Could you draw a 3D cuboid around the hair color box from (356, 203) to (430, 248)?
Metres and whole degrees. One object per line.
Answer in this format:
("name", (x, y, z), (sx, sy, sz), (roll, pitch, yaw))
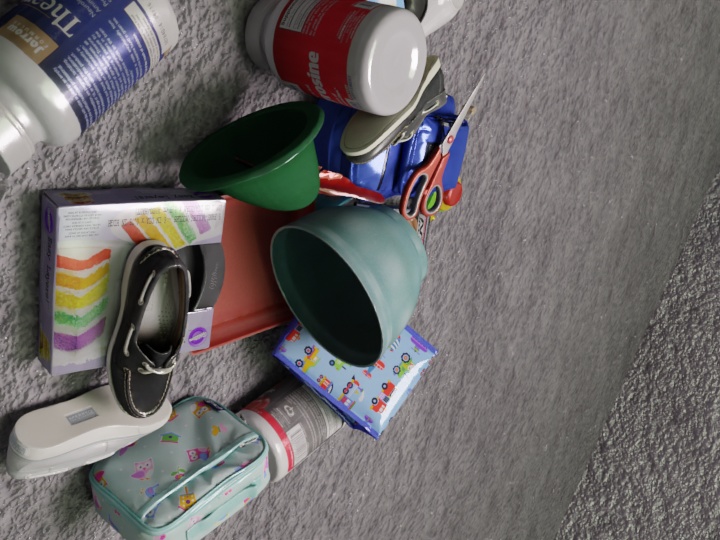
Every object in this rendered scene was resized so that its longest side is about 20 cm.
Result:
("hair color box", (0.047, -0.046, 1.202), (0.200, 0.060, 0.101), (-10, 108, -69))

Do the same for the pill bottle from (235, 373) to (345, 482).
("pill bottle", (-0.086, 0.207, 1.175), (0.199, 0.110, 0.112), (-33, 134, -40))

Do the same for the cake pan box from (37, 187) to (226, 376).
("cake pan box", (-0.242, 0.007, 0.867), (0.198, 0.052, 0.187), (-6, 116, -41))

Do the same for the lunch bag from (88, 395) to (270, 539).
("lunch bag", (-0.211, 0.246, 0.979), (0.199, 0.159, 0.078), (-33, 134, -39))

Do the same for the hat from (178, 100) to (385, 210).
("hat", (-0.080, -0.078, 0.921), (0.197, 0.167, 0.178), (-20, 123, 6))

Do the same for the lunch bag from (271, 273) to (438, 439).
("lunch bag", (-0.018, 0.106, 1.111), (0.200, 0.094, 0.151), (43, 73, -18))

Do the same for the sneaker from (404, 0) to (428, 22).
("sneaker", (0.055, -0.399, 1.057), (0.088, 0.073, 0.203), (32, 73, -56))

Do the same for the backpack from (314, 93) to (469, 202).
("backpack", (0.036, -0.175, 1.077), (0.198, 0.167, 0.165), (-7, 110, -45))

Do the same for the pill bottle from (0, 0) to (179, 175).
("pill bottle", (-0.262, -0.181, 0.701), (0.201, 0.110, 0.112), (-51, 143, -23))

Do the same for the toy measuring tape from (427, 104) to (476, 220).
("toy measuring tape", (0.147, -0.168, 1.320), (0.073, 0.073, 0.202), (28, 86, -56))

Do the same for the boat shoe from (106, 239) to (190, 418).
("boat shoe", (-0.216, 0.072, 0.844), (0.073, 0.060, 0.203), (-1, 112, -42))

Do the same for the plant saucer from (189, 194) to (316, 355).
("plant saucer", (-0.144, -0.013, 1.027), (0.199, 0.036, 0.203), (-19, 123, -46))

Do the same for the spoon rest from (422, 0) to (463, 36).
("spoon rest", (0.103, -0.365, 1.166), (0.099, 0.060, 0.203), (41, 62, -56))

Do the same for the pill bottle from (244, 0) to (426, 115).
("pill bottle", (-0.033, -0.249, 0.901), (0.112, 0.198, 0.114), (-30, 131, -41))

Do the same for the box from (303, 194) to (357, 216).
("box", (-0.041, -0.011, 1.163), (0.082, 0.049, 0.202), (-36, 136, -37))

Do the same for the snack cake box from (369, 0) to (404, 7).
("snack cake box", (-0.014, -0.331, 0.958), (0.067, 0.114, 0.202), (-44, 140, -30))

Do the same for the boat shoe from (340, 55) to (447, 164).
("boat shoe", (0.046, -0.177, 0.937), (0.200, 0.071, 0.068), (-52, 135, -38))

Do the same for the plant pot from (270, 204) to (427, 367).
("plant pot", (0.000, 0.000, 1.013), (0.134, 0.199, 0.202), (-36, 136, -31))

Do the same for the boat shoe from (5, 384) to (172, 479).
("boat shoe", (-0.302, 0.185, 0.906), (0.199, 0.072, 0.069), (-17, 145, -57))

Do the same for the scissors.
("scissors", (0.102, -0.155, 1.012), (0.072, 0.014, 0.203), (3, 114, -41))
